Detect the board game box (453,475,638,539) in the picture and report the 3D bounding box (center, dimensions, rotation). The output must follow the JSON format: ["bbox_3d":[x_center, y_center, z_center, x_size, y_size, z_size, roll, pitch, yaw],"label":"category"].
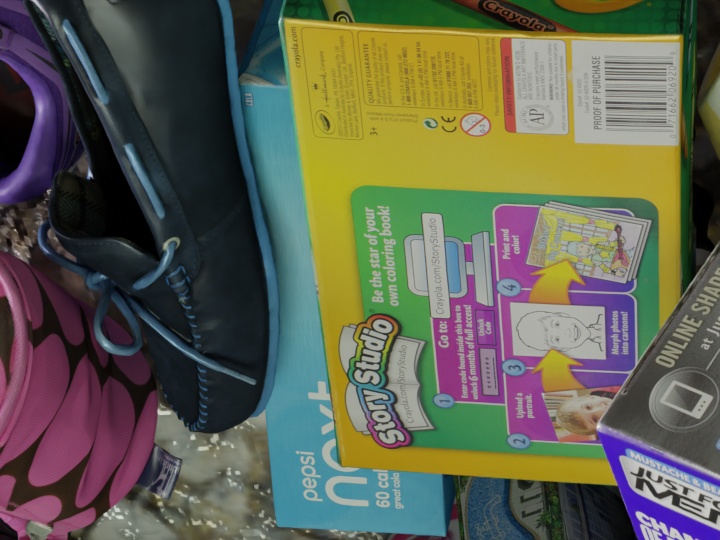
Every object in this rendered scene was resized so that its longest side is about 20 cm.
[{"bbox_3d":[0.089,0.146,0.938,0.061,0.201,0.200,-23,144,26],"label":"board game box"}]

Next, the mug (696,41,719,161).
[{"bbox_3d":[0.183,-0.037,0.851,0.153,0.149,0.187,28,101,0],"label":"mug"}]

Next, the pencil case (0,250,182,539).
[{"bbox_3d":[-0.127,0.046,0.944,0.090,0.094,0.200,15,173,13],"label":"pencil case"}]

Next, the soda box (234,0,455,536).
[{"bbox_3d":[0.000,0.000,0.971,0.067,0.064,0.201,3,128,9],"label":"soda box"}]

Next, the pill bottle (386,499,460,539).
[{"bbox_3d":[0.046,0.187,1.018,0.113,0.201,0.114,6,128,7],"label":"pill bottle"}]

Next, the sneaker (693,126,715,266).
[{"bbox_3d":[0.067,-0.069,0.900,0.079,0.074,0.200,-8,136,16],"label":"sneaker"}]

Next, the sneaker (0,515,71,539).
[{"bbox_3d":[-0.177,0.143,1.096,0.070,0.099,0.200,30,129,-14],"label":"sneaker"}]

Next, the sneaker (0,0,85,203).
[{"bbox_3d":[-0.142,-0.110,0.904,0.080,0.084,0.201,-17,121,23],"label":"sneaker"}]

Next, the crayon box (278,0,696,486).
[{"bbox_3d":[0.045,-0.018,0.854,0.118,0.058,0.201,3,135,10],"label":"crayon box"}]

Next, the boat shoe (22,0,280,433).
[{"bbox_3d":[-0.078,-0.027,0.912,0.068,0.084,0.201,-26,124,-24],"label":"boat shoe"}]

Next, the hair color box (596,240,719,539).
[{"bbox_3d":[0.144,0.070,0.842,0.065,0.110,0.200,22,155,33],"label":"hair color box"}]
